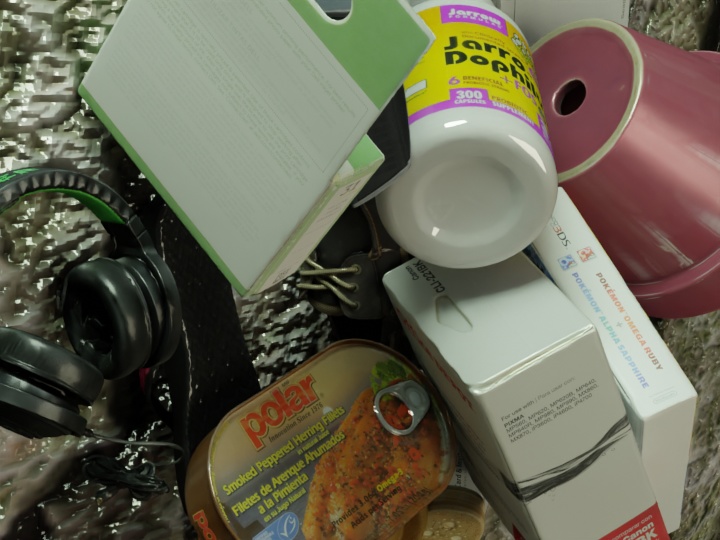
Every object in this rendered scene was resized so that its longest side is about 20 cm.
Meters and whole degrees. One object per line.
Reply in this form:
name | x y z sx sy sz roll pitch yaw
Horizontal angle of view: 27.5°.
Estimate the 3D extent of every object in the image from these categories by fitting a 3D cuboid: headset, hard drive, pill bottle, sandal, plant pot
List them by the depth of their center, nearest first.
headset | -0.154 0.040 0.767 0.124 0.094 0.200 -43 121 -32
hard drive | -0.008 -0.143 0.802 0.200 0.042 0.135 -96 173 -50
sandal | -0.101 0.049 0.862 0.075 0.045 0.200 -24 109 -56
pill bottle | 0.058 -0.098 0.895 0.200 0.104 0.104 -92 171 -52
plant pot | 0.197 -0.086 1.066 0.179 0.200 0.200 26 82 -41
sandal | 0.047 0.236 1.067 0.212 0.078 0.070 100 -4 -52
hard drive | 0.148 -0.171 1.131 0.200 0.027 0.132 -29 127 -47

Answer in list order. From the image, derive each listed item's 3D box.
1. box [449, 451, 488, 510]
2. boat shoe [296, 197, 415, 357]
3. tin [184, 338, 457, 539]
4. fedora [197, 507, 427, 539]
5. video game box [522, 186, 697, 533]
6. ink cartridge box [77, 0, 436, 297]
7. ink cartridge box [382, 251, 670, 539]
box | 0.090 0.059 1.086 0.156 0.041 0.200 -59 152 -63
boat shoe | 0.000 0.000 0.949 0.073 0.074 0.200 -55 142 -26
tin | -0.021 0.112 0.860 0.200 0.042 0.112 -30 85 -49
fedora | -0.013 0.156 0.964 0.201 0.082 0.201 -27 132 -35
video game box | 0.163 0.071 1.013 0.047 0.182 0.200 -25 147 -9
ink cartridge box | -0.045 -0.099 0.694 0.048 0.146 0.200 -28 164 -45
ink cartridge box | 0.104 0.088 0.924 0.084 0.144 0.200 -30 126 -6
